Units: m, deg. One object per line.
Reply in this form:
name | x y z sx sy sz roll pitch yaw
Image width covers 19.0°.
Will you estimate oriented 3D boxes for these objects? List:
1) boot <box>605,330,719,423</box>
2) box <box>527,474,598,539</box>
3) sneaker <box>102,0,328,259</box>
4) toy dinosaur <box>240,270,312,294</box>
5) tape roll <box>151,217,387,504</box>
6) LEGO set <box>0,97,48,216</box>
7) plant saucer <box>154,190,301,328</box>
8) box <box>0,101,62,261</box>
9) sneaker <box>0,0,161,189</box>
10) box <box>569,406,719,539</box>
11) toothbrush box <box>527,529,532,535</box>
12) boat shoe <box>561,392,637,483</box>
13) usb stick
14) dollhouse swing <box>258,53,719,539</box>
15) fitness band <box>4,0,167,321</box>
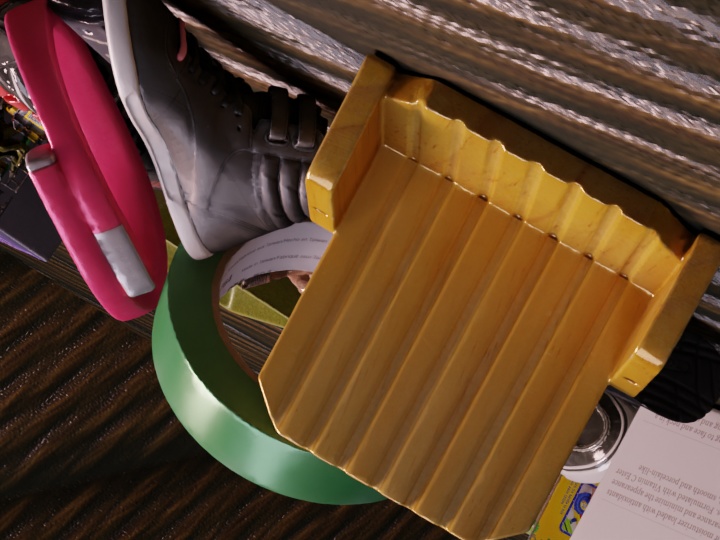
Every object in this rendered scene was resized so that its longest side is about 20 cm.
boot | 0.109 0.025 1.258 0.199 0.070 0.132 36 175 -14
box | 0.257 0.242 1.842 0.192 0.123 0.200 26 171 15
sneaker | -0.074 -0.097 1.175 0.098 0.071 0.201 -13 129 9
toy dinosaur | 0.000 0.000 1.429 0.135 0.086 0.200 23 177 0
tape roll | -0.021 0.040 1.259 0.199 0.201 0.048 29 138 4
LEGO set | -0.307 -0.096 1.588 0.116 0.200 0.154 34 -169 -18
plant saucer | -0.140 -0.020 1.882 0.199 0.048 0.199 33 171 -25
box | -0.348 -0.106 1.887 0.199 0.105 0.148 21 168 47
sneaker | -0.164 -0.106 1.370 0.200 0.071 0.098 38 170 -39
box | 0.285 0.197 1.437 0.200 0.131 0.198 36 170 -37
toothbrush box | 0.130 0.185 2.056 0.199 0.086 0.145 24 170 43
boat shoe | 0.132 0.103 1.614 0.064 0.071 0.200 33 173 -34
usb stick | -0.119 -0.119 1.272 0.055 0.033 0.200 28 171 31
dollhouse swing | 0.048 0.029 1.095 0.199 0.177 0.182 30 172 5
fitness band | -0.158 -0.062 1.251 0.144 0.037 0.201 -103 -8 -54
